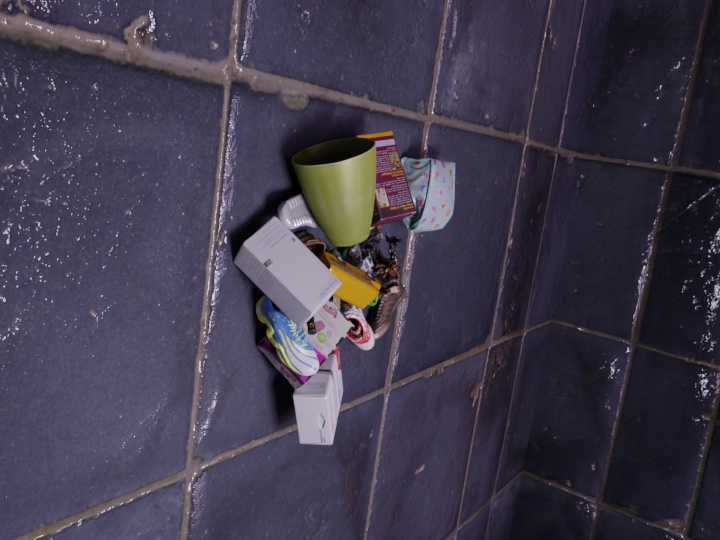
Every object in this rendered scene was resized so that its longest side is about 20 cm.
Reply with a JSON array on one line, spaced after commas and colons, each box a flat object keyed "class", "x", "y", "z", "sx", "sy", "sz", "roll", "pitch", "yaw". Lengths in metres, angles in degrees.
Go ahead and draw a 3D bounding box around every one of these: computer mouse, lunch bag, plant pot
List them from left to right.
[{"class": "plant pot", "x": -0.040, "y": -0.164, "z": 1.494, "sx": 0.187, "sy": 0.185, "sz": 0.203, "roll": -37, "pitch": 125, "yaw": -44}, {"class": "computer mouse", "x": 0.000, "y": 0.000, "z": 1.661, "sx": 0.110, "sy": 0.043, "sz": 0.203, "roll": -36, "pitch": 145, "yaw": -70}, {"class": "lunch bag", "x": 0.185, "y": -0.209, "z": 1.916, "sx": 0.169, "sy": 0.120, "sz": 0.204, "roll": -8, "pitch": 103, "yaw": -57}]

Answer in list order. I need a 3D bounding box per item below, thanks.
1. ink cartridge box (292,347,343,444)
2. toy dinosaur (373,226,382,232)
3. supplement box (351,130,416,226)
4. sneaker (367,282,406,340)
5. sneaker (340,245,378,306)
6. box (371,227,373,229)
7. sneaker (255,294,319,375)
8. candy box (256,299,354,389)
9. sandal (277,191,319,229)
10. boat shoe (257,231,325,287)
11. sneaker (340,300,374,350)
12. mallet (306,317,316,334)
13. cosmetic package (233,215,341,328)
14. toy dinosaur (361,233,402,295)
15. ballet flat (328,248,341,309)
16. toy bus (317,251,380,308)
[{"class": "ink cartridge box", "x": -0.098, "y": 0.292, "z": 1.630, "sx": 0.201, "sy": 0.082, "sz": 0.147, "roll": -79, "pitch": 166, "yaw": -61}, {"class": "toy dinosaur", "x": 0.075, "y": -0.196, "z": 1.804, "sx": 0.105, "sy": 0.060, "sz": 0.204, "roll": -16, "pitch": 115, "yaw": -52}, {"class": "supplement box", "x": 0.040, "y": -0.211, "z": 1.593, "sx": 0.109, "sy": 0.085, "sz": 0.204, "roll": -15, "pitch": 87, "yaw": -34}, {"class": "sneaker", "x": 0.055, "y": 0.102, "z": 1.904, "sx": 0.076, "sy": 0.070, "sz": 0.201, "roll": 52, "pitch": 53, "yaw": -29}, {"class": "sneaker", "x": 0.003, "y": 0.007, "z": 1.750, "sx": 0.078, "sy": 0.084, "sz": 0.202, "roll": -51, "pitch": 140, "yaw": -34}, {"class": "box", "x": 0.009, "y": -0.174, "z": 1.639, "sx": 0.199, "sy": 0.036, "sz": 0.146, "roll": -35, "pitch": 99, "yaw": -31}, {"class": "sneaker", "x": -0.152, "y": 0.129, "z": 1.447, "sx": 0.075, "sy": 0.201, "sz": 0.105, "roll": -35, "pitch": 168, "yaw": -29}, {"class": "candy box", "x": -0.124, "y": 0.150, "z": 1.566, "sx": 0.137, "sy": 0.061, "sz": 0.200, "roll": 48, "pitch": 53, "yaw": -5}, {"class": "sandal", "x": -0.138, "y": -0.130, "z": 1.507, "sx": 0.202, "sy": 0.049, "sz": 0.084, "roll": -13, "pitch": 89, "yaw": -68}, {"class": "boat shoe", "x": -0.151, "y": -0.026, "z": 1.505, "sx": 0.200, "sy": 0.073, "sz": 0.077, "roll": -42, "pitch": 135, "yaw": -42}, {"class": "sneaker", "x": -0.008, "y": 0.161, "z": 1.765, "sx": 0.109, "sy": 0.066, "sz": 0.204, "roll": -99, "pitch": 171, "yaw": -53}, {"class": "mallet", "x": -0.109, "y": 0.065, "z": 1.503, "sx": 0.065, "sy": 0.201, "sz": 0.042, "roll": -6, "pitch": 131, "yaw": -17}, {"class": "cosmetic package", "x": -0.149, "y": 0.004, "z": 1.405, "sx": 0.113, "sy": 0.199, "sz": 0.081, "roll": -47, "pitch": 177, "yaw": -38}, {"class": "toy dinosaur", "x": 0.057, "y": -0.013, "z": 1.766, "sx": 0.101, "sy": 0.199, "sz": 0.138, "roll": -22, "pitch": 116, "yaw": -22}, {"class": "ballet flat", "x": -0.080, "y": 0.051, "z": 1.662, "sx": 0.070, "sy": 0.070, "sz": 0.204, "roll": -23, "pitch": 121, "yaw": -51}, {"class": "toy bus", "x": -0.030, "y": 0.027, "z": 1.552, "sx": 0.065, "sy": 0.079, "sz": 0.199, "roll": -48, "pitch": 134, "yaw": 13}]
